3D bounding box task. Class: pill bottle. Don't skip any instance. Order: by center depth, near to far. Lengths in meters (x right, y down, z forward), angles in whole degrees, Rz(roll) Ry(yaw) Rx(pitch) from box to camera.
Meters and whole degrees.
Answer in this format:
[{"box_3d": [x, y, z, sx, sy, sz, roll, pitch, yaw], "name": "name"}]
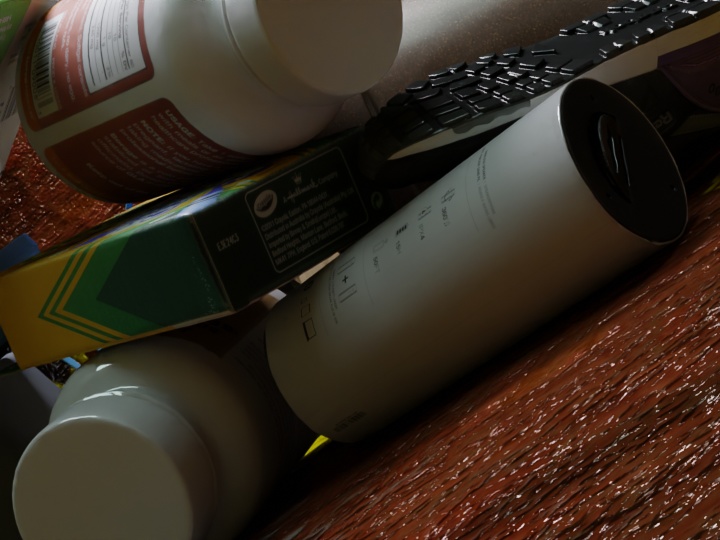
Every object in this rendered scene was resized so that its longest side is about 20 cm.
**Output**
[{"box_3d": [-0.073, -0.103, 0.810, 0.199, 0.113, 0.112, -13, 21, 50], "name": "pill bottle"}, {"box_3d": [-0.092, 0.081, 0.848, 0.114, 0.115, 0.200, -37, 3, 21], "name": "pill bottle"}]

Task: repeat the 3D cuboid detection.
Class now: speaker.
[{"box_3d": [0.047, 0.000, 0.750, 0.200, 0.081, 0.081, -37, 3, 37], "name": "speaker"}]

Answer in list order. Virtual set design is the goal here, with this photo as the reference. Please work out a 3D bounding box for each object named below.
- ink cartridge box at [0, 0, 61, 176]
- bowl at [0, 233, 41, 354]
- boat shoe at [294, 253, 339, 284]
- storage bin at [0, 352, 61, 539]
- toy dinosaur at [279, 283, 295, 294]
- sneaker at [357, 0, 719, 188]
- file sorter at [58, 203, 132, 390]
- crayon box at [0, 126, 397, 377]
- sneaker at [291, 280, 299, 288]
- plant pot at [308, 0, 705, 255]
[{"box_3d": [-0.238, -0.067, 0.874, 0.146, 0.083, 0.201, -61, -5, -72], "name": "ink cartridge box"}, {"box_3d": [-0.243, 0.063, 0.935, 0.201, 0.039, 0.201, -44, 6, 6], "name": "bowl"}, {"box_3d": [0.000, 0.000, 0.998, 0.200, 0.064, 0.073, -125, 44, -58], "name": "boat shoe"}, {"box_3d": [-0.189, 0.124, 0.982, 0.146, 0.134, 0.200, -44, 7, 3], "name": "storage bin"}, {"box_3d": [-0.042, 0.054, 1.190, 0.200, 0.102, 0.077, -49, 44, 15], "name": "toy dinosaur"}, {"box_3d": [0.099, -0.061, 0.790, 0.198, 0.088, 0.076, -21, 23, -9], "name": "sneaker"}, {"box_3d": [-0.158, 0.019, 1.306, 0.201, 0.122, 0.139, -54, -3, -19], "name": "file sorter"}, {"box_3d": [-0.096, -0.007, 0.836, 0.199, 0.052, 0.125, -17, 10, 44], "name": "crayon box"}, {"box_3d": [-0.065, 0.055, 1.318, 0.081, 0.074, 0.200, -17, 9, 40], "name": "sneaker"}, {"box_3d": [0.078, -0.093, 0.923, 0.197, 0.201, 0.200, -28, 5, 15], "name": "plant pot"}]
